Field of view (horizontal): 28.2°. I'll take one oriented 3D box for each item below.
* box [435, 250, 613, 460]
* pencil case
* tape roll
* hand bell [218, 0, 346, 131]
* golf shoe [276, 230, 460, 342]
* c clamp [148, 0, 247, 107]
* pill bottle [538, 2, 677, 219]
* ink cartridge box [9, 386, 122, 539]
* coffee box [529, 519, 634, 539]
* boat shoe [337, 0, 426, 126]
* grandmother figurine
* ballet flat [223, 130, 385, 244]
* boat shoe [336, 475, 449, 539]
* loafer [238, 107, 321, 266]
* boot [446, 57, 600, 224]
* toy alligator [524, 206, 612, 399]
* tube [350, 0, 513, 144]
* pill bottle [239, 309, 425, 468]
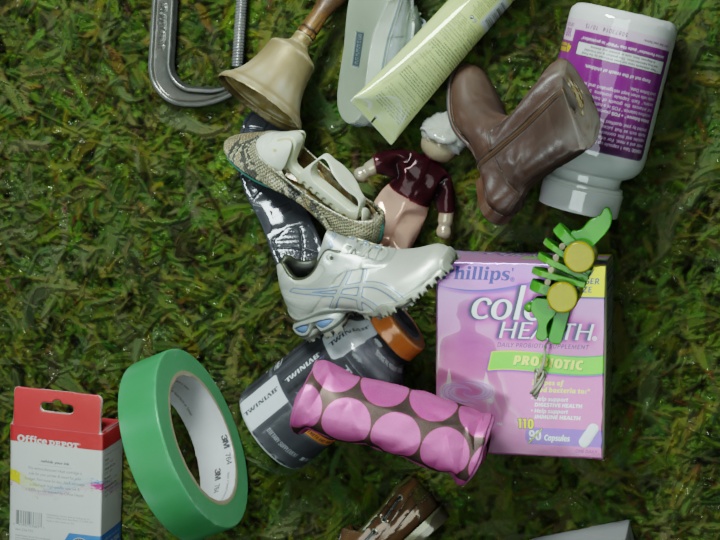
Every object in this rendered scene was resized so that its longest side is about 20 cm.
[{"bbox_3d":[0.171,0.084,1.486,0.174,0.097,0.202,2,97,14],"label":"box"},{"bbox_3d":[0.032,0.153,1.432,0.198,0.094,0.091,18,59,8],"label":"pencil case"},{"bbox_3d":[-0.187,0.186,1.533,0.048,0.200,0.202,-21,92,15],"label":"tape roll"},{"bbox_3d":[-0.052,-0.255,1.502,0.104,0.104,0.201,32,82,8],"label":"hand bell"},{"bbox_3d":[0.000,0.000,1.435,0.199,0.078,0.098,-21,106,26],"label":"golf shoe"},{"bbox_3d":[-0.153,-0.273,1.558,0.169,0.027,0.202,12,99,12],"label":"c clamp"},{"bbox_3d":[0.240,-0.158,1.431,0.111,0.112,0.202,15,99,12],"label":"pill bottle"},{"bbox_3d":[-0.337,0.231,1.644,0.115,0.067,0.202,5,98,13],"label":"ink cartridge box"},{"bbox_3d":[0.252,0.379,1.510,0.113,0.080,0.202,-13,93,15],"label":"coffee box"},{"bbox_3d":[0.029,-0.249,1.499,0.070,0.071,0.203,29,112,48],"label":"boat shoe"},{"bbox_3d":[0.049,-0.081,1.519,0.121,0.061,0.201,29,101,-16],"label":"grandmother figurine"},{"bbox_3d":[-0.052,-0.099,1.481,0.199,0.068,0.076,37,141,10],"label":"ballet flat"},{"bbox_3d":[0.005,0.307,1.574,0.200,0.072,0.068,-42,82,5],"label":"boat shoe"},{"bbox_3d":[-0.087,-0.075,1.548,0.071,0.063,0.202,-15,75,-4],"label":"loafer"},{"bbox_3d":[0.158,-0.165,1.398,0.064,0.200,0.188,-8,70,-22],"label":"boot"},{"bbox_3d":[0.185,0.025,1.394,0.054,0.059,0.202,23,101,10],"label":"toy alligator"},{"bbox_3d":[0.076,-0.226,1.471,0.058,0.052,0.200,41,91,1],"label":"tube"},{"bbox_3d":[-0.026,0.114,1.533,0.200,0.106,0.107,-40,87,15],"label":"pill bottle"}]
